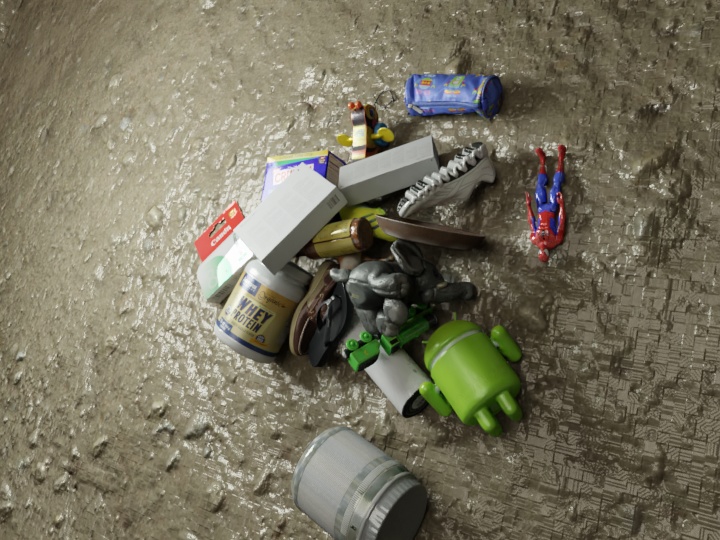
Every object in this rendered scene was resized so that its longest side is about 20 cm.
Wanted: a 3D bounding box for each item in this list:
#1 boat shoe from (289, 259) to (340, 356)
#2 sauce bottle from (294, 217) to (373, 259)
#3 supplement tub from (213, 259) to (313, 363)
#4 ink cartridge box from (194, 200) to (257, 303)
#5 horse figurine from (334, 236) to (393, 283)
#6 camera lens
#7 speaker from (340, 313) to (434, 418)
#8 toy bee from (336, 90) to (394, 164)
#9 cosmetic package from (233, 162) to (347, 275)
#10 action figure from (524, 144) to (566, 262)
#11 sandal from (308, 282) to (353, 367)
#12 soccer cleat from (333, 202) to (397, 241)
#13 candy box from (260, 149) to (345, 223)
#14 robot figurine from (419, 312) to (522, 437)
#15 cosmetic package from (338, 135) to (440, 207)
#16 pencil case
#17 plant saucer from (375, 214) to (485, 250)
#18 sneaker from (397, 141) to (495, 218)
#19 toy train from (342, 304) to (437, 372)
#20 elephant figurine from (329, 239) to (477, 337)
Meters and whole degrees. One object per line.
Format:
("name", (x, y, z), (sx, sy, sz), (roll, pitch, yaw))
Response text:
("boat shoe", (-0.076, 0.080, 1.287), (0.071, 0.072, 0.203), (18, 77, 34))
("sauce bottle", (-0.070, -0.057, 1.252), (0.197, 0.066, 0.068), (-6, 71, 32))
("supplement tub", (-0.194, 0.069, 1.321), (0.143, 0.144, 0.203), (30, 92, 36))
("ink cartridge box", (-0.321, -0.050, 1.505), (0.160, 0.050, 0.202), (-41, 59, 15))
("horse figurine", (0.000, 0.000, 1.243), (0.129, 0.050, 0.203), (-4, 52, 5))
("camera lens", (-0.007, 0.372, 1.087), (0.198, 0.159, 0.163), (25, 88, 36))
("speaker", (0.046, 0.165, 1.170), (0.082, 0.081, 0.200), (-50, 55, 9))
("toy bee", (0.004, -0.293, 1.334), (0.129, 0.108, 0.204), (-23, 63, 27))
("cosmetic package", (-0.139, -0.105, 1.262), (0.200, 0.052, 0.151), (-45, 43, -5))
("action figure", (0.318, -0.113, 1.106), (0.064, 0.051, 0.205), (-1, 76, 29))
("sandal", (-0.061, 0.104, 1.200), (0.203, 0.042, 0.077), (-66, 33, 31))
("soccer cleat", (0.009, -0.093, 1.280), (0.084, 0.065, 0.200), (-47, 43, -4))
("candy box", (-0.129, -0.145, 1.390), (0.166, 0.077, 0.205), (-2, 73, 31))
("robot figurine", (0.181, 0.167, 1.057), (0.175, 0.116, 0.201), (-40, 59, 7))
("cosmetic package", (0.055, -0.191, 1.262), (0.196, 0.051, 0.083), (-17, 35, 16))
("pencil case", (0.173, -0.337, 1.252), (0.197, 0.079, 0.087), (12, 52, 36))
("plant saucer", (0.119, -0.066, 1.134), (0.197, 0.198, 0.033), (15, 99, 35))
("sneaker", (0.158, -0.148, 1.184), (0.198, 0.082, 0.075), (-33, 19, 7))
("toy train", (0.056, 0.113, 1.139), (0.198, 0.042, 0.057), (-27, 61, -26))
("elephant figurine", (0.080, 0.022, 1.124), (0.140, 0.199, 0.158), (-14, 103, 48))
